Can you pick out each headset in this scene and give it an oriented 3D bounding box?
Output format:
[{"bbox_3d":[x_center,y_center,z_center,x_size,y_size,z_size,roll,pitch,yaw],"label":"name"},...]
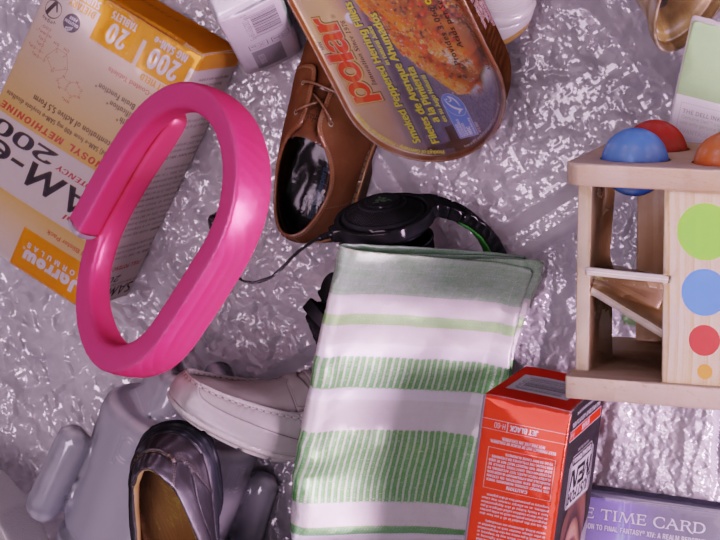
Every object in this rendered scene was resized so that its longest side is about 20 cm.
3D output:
[{"bbox_3d":[0.000,0.000,1.440,0.199,0.094,0.124,14,104,-24],"label":"headset"}]

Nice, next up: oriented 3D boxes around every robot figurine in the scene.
[{"bbox_3d":[-0.142,0.157,1.519,0.168,0.113,0.201,16,105,-15],"label":"robot figurine"}]

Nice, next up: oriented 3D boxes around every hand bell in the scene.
[{"bbox_3d":[0.137,-0.229,1.392,0.199,0.104,0.105,34,108,26],"label":"hand bell"}]

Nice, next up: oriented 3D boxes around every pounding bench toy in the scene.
[{"bbox_3d":[0.231,-0.007,1.305,0.198,0.124,0.158,4,101,19],"label":"pounding bench toy"}]

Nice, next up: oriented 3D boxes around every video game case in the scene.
[{"bbox_3d":[0.169,0.245,1.469,0.142,0.019,0.202,6,99,19],"label":"video game case"}]

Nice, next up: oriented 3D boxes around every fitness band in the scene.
[{"bbox_3d":[-0.127,-0.026,1.412,0.201,0.037,0.144,-57,44,24],"label":"fitness band"}]

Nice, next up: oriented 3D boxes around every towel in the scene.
[{"bbox_3d":[0.034,0.082,1.423,0.023,0.151,0.202,40,122,55],"label":"towel"}]

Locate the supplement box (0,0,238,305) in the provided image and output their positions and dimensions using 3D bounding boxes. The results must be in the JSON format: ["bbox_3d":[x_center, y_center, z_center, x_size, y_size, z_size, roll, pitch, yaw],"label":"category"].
[{"bbox_3d":[-0.185,-0.092,1.520,0.125,0.073,0.201,30,107,13],"label":"supplement box"}]

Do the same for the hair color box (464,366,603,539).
[{"bbox_3d":[0.107,0.172,1.419,0.061,0.101,0.202,11,102,18],"label":"hair color box"}]

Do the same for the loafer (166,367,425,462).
[{"bbox_3d":[-0.031,0.090,1.452,0.199,0.070,0.070,15,105,-28],"label":"loafer"}]

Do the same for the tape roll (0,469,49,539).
[{"bbox_3d":[-0.291,0.228,1.589,0.202,0.037,0.205,11,108,39],"label":"tape roll"}]

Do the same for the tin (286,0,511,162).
[{"bbox_3d":[0.022,-0.158,1.384,0.111,0.042,0.201,-14,123,22],"label":"tin"}]

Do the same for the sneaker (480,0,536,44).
[{"bbox_3d":[0.028,-0.224,1.411,0.199,0.076,0.088,25,138,6],"label":"sneaker"}]

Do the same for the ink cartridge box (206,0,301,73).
[{"bbox_3d":[-0.101,-0.238,1.425,0.050,0.161,0.201,-22,82,1],"label":"ink cartridge box"}]

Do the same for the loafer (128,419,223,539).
[{"bbox_3d":[-0.117,0.202,1.427,0.072,0.072,0.202,-10,100,16],"label":"loafer"}]

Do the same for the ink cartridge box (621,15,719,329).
[{"bbox_3d":[0.255,-0.046,1.381,0.144,0.048,0.202,16,102,17],"label":"ink cartridge box"}]

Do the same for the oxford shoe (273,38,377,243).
[{"bbox_3d":[-0.016,-0.113,1.460,0.071,0.071,0.202,13,100,19],"label":"oxford shoe"}]
